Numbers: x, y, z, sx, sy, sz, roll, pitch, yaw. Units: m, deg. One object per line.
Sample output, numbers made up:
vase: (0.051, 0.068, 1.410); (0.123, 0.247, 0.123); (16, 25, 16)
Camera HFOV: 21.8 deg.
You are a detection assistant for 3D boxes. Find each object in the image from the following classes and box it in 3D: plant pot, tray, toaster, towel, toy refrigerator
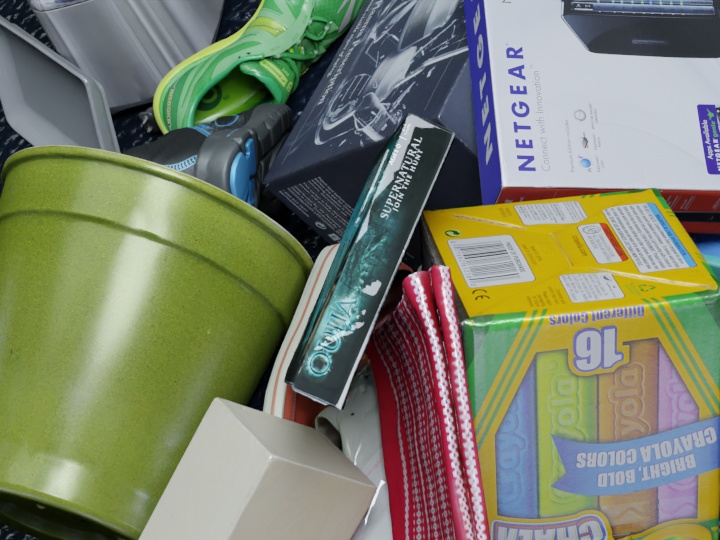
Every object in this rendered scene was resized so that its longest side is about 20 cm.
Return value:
plant pot: (-0.148, 0.061, 1.097); (0.199, 0.200, 0.195); (2, 65, 36)
tray: (-0.227, -0.127, 1.386); (0.022, 0.108, 0.200); (-27, 36, -23)
toaster: (-0.177, -0.212, 1.400); (0.113, 0.130, 0.201); (-11, 46, 23)
towel: (0.030, 0.083, 0.867); (0.022, 0.200, 0.146); (-8, 81, -6)
toy refrigerator: (-0.080, 0.172, 0.954); (0.070, 0.076, 0.201); (38, 103, 49)

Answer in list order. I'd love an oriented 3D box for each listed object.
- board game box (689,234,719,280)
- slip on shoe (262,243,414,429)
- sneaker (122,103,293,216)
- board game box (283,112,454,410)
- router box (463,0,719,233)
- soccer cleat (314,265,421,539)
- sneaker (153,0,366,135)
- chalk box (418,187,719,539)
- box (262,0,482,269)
board game box: (0.202, -0.078, 1.070); (0.151, 0.045, 0.201); (14, 62, 42)
slip on shoe: (-0.012, 0.069, 1.069); (0.061, 0.074, 0.201); (2, 52, 20)
sneaker: (-0.090, -0.070, 1.177); (0.081, 0.200, 0.074); (3, 95, 10)
board game box: (0.000, 0.000, 0.927); (0.200, 0.028, 0.136); (138, 155, -86)
router box: (0.147, -0.118, 0.986); (0.177, 0.049, 0.202); (0, 64, -9)
soccer cleat: (0.018, 0.070, 1.019); (0.077, 0.069, 0.202); (15, 61, -3)
sneaker: (-0.056, -0.151, 1.307); (0.200, 0.074, 0.084); (-43, 37, 7)
chalk box: (0.099, 0.080, 0.893); (0.122, 0.202, 0.125); (-7, 26, -6)
box: (0.066, -0.114, 1.114); (0.181, 0.104, 0.201); (-15, 41, 53)
